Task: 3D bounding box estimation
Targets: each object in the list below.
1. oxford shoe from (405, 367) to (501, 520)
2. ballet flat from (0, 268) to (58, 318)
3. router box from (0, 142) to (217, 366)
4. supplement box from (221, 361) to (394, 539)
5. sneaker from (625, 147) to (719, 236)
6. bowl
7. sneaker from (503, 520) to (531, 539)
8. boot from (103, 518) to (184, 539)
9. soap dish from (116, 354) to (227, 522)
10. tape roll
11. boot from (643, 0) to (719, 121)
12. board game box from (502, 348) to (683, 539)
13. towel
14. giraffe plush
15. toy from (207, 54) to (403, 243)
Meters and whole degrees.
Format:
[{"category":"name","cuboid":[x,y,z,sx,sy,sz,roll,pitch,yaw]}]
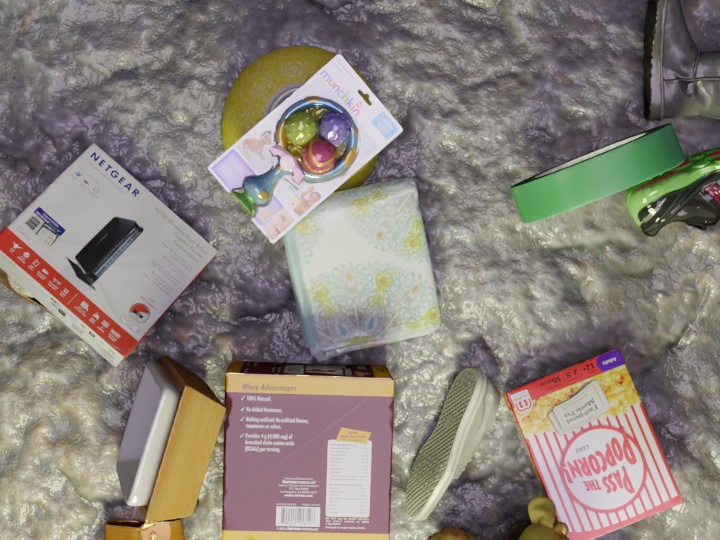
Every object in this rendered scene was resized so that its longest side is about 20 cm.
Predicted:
[{"category":"oxford shoe","cuboid":[0.116,0.216,1.582,0.058,0.075,0.201,25,92,-31]},{"category":"ballet flat","cuboid":[-0.360,0.028,1.546,0.200,0.072,0.068,37,92,-3]},{"category":"router box","cuboid":[-0.300,-0.020,1.521,0.200,0.049,0.180,41,61,-4]},{"category":"supplement box","cuboid":[-0.063,0.215,1.537,0.196,0.133,0.201,2,92,-2]},{"category":"sneaker","cuboid":[0.423,-0.096,1.589,0.199,0.077,0.084,-17,110,1]},{"category":"bowl","cuboid":[-0.068,-0.172,1.537,0.199,0.108,0.201,0,92,-3]},{"category":"sneaker","cuboid":[0.273,0.363,1.587,0.199,0.076,0.071,21,91,-4]},{"category":"boot","cuboid":[-0.217,0.371,1.565,0.200,0.071,0.145,6,95,2]},{"category":"soap dish","cuboid":[-0.221,0.193,1.502,0.081,0.200,0.158,17,91,-17]},{"category":"tape roll","cuboid":[0.274,-0.113,1.508,0.200,0.200,0.048,-23,94,-2]},{"category":"boot","cuboid":[0.447,-0.260,1.577,0.199,0.073,0.183,-1,106,4]},{"category":"board game box","cuboid":[0.281,0.216,1.576,0.151,0.046,0.201,-22,80,-3]},{"category":"towel","cuboid":[0.000,0.000,1.559,0.170,0.048,0.201,-13,106,-4]},{"category":"giraffe plush","cuboid":[0.182,0.351,1.513,0.162,0.200,0.173,-32,91,7]},{"category":"toy","cuboid":[-0.061,-0.137,1.460,0.200,0.047,0.115,-41,95,0]}]
